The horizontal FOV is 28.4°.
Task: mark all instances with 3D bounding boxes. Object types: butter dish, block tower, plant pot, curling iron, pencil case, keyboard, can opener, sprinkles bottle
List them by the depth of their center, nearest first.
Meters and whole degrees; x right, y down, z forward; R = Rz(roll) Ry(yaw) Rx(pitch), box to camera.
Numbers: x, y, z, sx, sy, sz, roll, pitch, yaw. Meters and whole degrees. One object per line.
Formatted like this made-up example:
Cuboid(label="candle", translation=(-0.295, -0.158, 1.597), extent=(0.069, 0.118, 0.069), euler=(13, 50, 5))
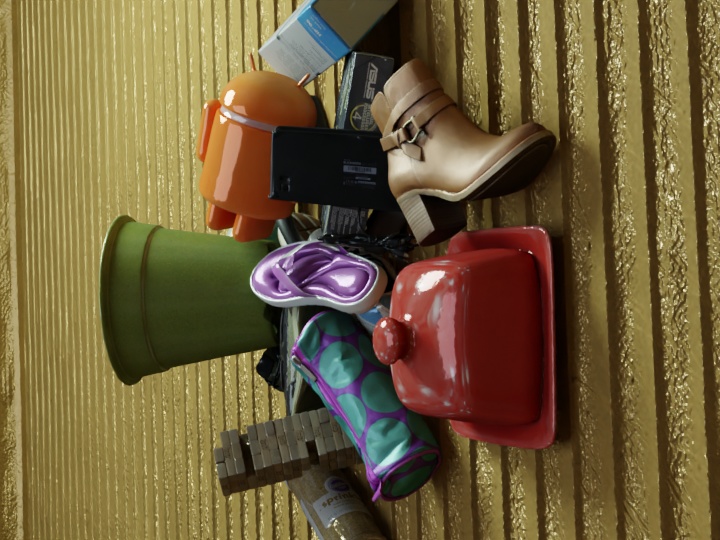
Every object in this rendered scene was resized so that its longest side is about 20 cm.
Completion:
Cuboid(label="butter dish", translation=(0.081, 0.062, 1.311), extent=(0.199, 0.146, 0.203), euler=(176, 92, -66))
Cuboid(label="keyboard", translation=(0.001, -0.078, 1.444), extent=(0.021, 0.198, 0.129), euler=(-26, -59, -69))
Cuboid(label="can opener", translation=(0.037, -0.100, 1.488), extent=(0.201, 0.066, 0.054), euler=(-58, 10, 45))
Cuboid(label="pencil case", translation=(0.003, 0.141, 1.494), extent=(0.201, 0.092, 0.085), euler=(54, 143, 27))
Cuboid(label="block tower", translation=(-0.060, 0.190, 1.551), extent=(0.058, 0.198, 0.054), euler=(89, 168, -61))
Cuboid(label="sprinkles bottle", translation=(-0.031, 0.276, 1.651), extent=(0.200, 0.068, 0.069), euler=(-129, 45, -53))
Cuboid(label="plant pot", translation=(-0.186, 0.031, 1.671), extent=(0.200, 0.188, 0.203), euler=(-3, -90, -80))
Cuboid(label="curling iron", translation=(-0.099, -0.067, 1.680), extent=(0.201, 0.025, 0.050), euler=(57, 134, 33))

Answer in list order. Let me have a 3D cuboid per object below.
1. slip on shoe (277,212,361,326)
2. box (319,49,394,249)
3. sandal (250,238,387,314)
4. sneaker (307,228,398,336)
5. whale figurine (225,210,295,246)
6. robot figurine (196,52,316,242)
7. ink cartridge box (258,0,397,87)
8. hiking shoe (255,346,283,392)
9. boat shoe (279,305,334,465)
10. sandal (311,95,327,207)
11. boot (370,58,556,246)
Cuboid(label="slip on shoe", translation=(-0.050, 0.007, 1.684), extent=(0.200, 0.075, 0.061), euler=(54, 130, 41))
Cuboid(label="box", translation=(-0.007, -0.136, 1.538), extent=(0.161, 0.049, 0.202), euler=(-102, 22, -81))
Cuboid(label="sandal", translation=(-0.051, -0.003, 1.523), extent=(0.201, 0.050, 0.083), euler=(6, 60, 45))
Cuboid(label="sneaker", translation=(0.000, 0.000, 1.569), extent=(0.200, 0.071, 0.073), euler=(47, 147, 47))
Cuboid(label="whale figurine", translation=(-0.111, -0.037, 1.801), extent=(0.159, 0.103, 0.202), euler=(39, -109, -78))
Cuboid(label="robot figurine", translation=(-0.113, -0.134, 1.595), extent=(0.144, 0.115, 0.202), euler=(-135, 57, -61))
Cuboid(label="ink cartridge box", translation=(-0.040, -0.274, 1.592), extent=(0.068, 0.116, 0.200), euler=(45, 155, -11))
Cuboid(label="hiking shoe", translation=(-0.075, 0.132, 1.704), extent=(0.201, 0.100, 0.076), euler=(-117, 35, -44))
Cuboid(label="boat shoe", translation=(-0.057, 0.116, 1.614), extent=(0.066, 0.071, 0.203), euler=(22, 117, 60))
Cuboid(label="sandal", translation=(-0.056, -0.133, 1.725), extent=(0.201, 0.042, 0.077), euler=(-115, 34, -42))
Cuboid(label="boot", translation=(0.089, -0.131, 1.331), extent=(0.200, 0.076, 0.157), euler=(-40, 66, 52))
